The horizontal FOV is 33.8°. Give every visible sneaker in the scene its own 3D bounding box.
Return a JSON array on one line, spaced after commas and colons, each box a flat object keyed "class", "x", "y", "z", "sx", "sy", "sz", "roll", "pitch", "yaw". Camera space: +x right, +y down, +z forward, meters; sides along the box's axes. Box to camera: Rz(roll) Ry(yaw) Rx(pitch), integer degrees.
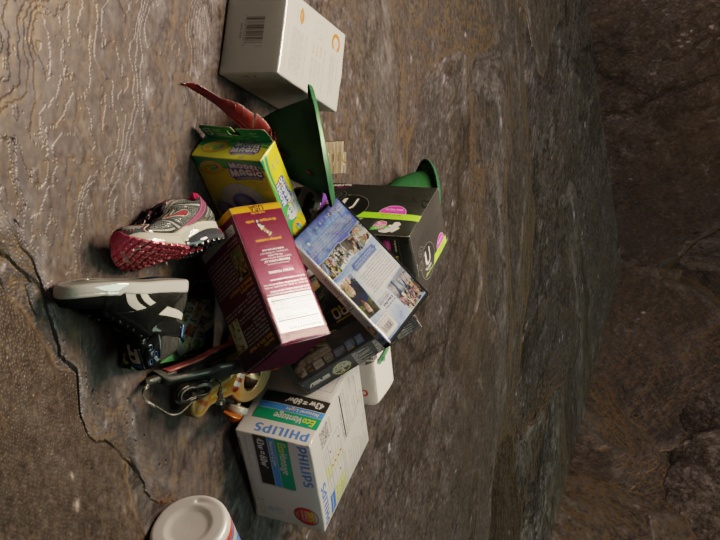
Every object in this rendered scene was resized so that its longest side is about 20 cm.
[{"class": "sneaker", "x": -0.278, "y": 0.066, "z": 1.411, "sx": 0.200, "sy": 0.073, "sz": 0.112, "roll": -1, "pitch": 94, "yaw": -54}, {"class": "sneaker", "x": -0.253, "y": -0.049, "z": 1.495, "sx": 0.075, "sy": 0.080, "sz": 0.200, "roll": 64, "pitch": 25, "yaw": 4}, {"class": "sneaker", "x": -0.086, "y": -0.023, "z": 1.750, "sx": 0.083, "sy": 0.080, "sz": 0.201, "roll": 18, "pitch": 96, "yaw": -50}]

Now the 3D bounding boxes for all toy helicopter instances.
[{"class": "toy helicopter", "x": -0.187, "y": 0.166, "z": 1.669, "sx": 0.200, "sy": 0.079, "sz": 0.133, "roll": -27, "pitch": 131, "yaw": -57}]

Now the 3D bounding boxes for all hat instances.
[{"class": "hat", "x": 0.044, "y": -0.126, "z": 2.200, "sx": 0.200, "sy": 0.175, "sz": 0.166, "roll": 130, "pitch": -43, "yaw": -69}, {"class": "hat", "x": -0.140, "y": -0.172, "z": 1.665, "sx": 0.166, "sy": 0.175, "sz": 0.201, "roll": -155, "pitch": -126, "yaw": -84}]

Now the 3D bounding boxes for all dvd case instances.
[{"class": "dvd case", "x": 0.000, "y": 0.000, "z": 1.688, "sx": 0.200, "sy": 0.018, "sz": 0.143, "roll": 46, "pitch": 40, "yaw": -4}]

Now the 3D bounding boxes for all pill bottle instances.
[{"class": "pill bottle", "x": -0.204, "y": 0.410, "z": 1.614, "sx": 0.112, "sy": 0.112, "sz": 0.201, "roll": -62, "pitch": 146, "yaw": -43}]

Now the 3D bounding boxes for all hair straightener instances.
[{"class": "hair straightener", "x": -0.202, "y": 0.143, "z": 1.571, "sx": 0.200, "sy": 0.041, "sz": 0.077, "roll": -16, "pitch": 68, "yaw": -43}]

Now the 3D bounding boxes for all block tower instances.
[{"class": "block tower", "x": -0.087, "y": -0.176, "z": 1.866, "sx": 0.200, "sy": 0.058, "sz": 0.054, "roll": -16, "pitch": 108, "yaw": -67}]

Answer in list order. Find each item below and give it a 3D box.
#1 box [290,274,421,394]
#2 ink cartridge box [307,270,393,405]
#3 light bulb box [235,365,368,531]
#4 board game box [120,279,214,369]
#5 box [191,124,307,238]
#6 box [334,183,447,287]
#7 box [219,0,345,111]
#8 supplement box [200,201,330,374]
[{"class": "box", "x": -0.030, "y": 0.069, "z": 1.787, "sx": 0.162, "sy": 0.200, "sz": 0.049, "roll": 61, "pitch": 2, "yaw": 34}, {"class": "ink cartridge box", "x": -0.033, "y": 0.106, "z": 1.919, "sx": 0.084, "sy": 0.145, "sz": 0.201, "roll": -48, "pitch": 137, "yaw": -57}, {"class": "light bulb box", "x": -0.084, "y": 0.254, "z": 1.831, "sx": 0.200, "sy": 0.124, "sz": 0.199, "roll": -60, "pitch": 151, "yaw": -45}, {"class": "board game box", "x": -0.251, "y": 0.068, "z": 1.565, "sx": 0.200, "sy": 0.023, "sz": 0.105, "roll": -3, "pitch": 99, "yaw": -67}, {"class": "box", "x": -0.153, "y": -0.115, "z": 1.642, "sx": 0.048, "sy": 0.117, "sz": 0.200, "roll": -60, "pitch": 145, "yaw": -37}, {"class": "box", "x": 0.023, "y": -0.052, "z": 1.955, "sx": 0.149, "sy": 0.199, "sz": 0.125, "roll": -58, "pitch": 144, "yaw": -47}, {"class": "box", "x": -0.110, "y": -0.318, "z": 1.736, "sx": 0.200, "sy": 0.097, "sz": 0.125, "roll": 21, "pitch": 74, "yaw": -65}, {"class": "supplement box", "x": -0.132, "y": 0.023, "z": 1.594, "sx": 0.085, "sy": 0.110, "sz": 0.201, "roll": -11, "pitch": 72, "yaw": -37}]
